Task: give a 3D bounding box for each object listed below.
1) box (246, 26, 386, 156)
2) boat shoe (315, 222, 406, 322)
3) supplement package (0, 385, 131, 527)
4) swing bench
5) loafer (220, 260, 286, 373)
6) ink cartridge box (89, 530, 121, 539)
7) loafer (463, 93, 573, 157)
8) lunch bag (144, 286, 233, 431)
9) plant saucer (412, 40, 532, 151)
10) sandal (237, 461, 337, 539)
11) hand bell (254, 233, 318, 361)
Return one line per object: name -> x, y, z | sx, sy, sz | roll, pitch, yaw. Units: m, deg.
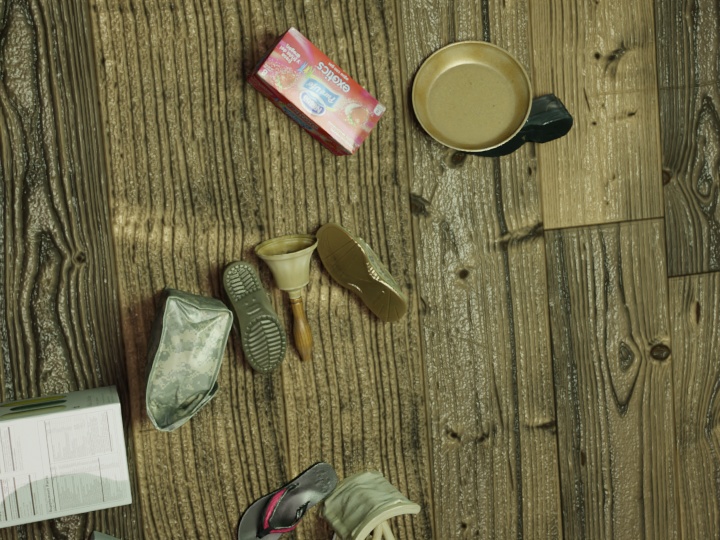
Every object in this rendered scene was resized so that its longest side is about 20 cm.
box -> -0.071, -0.278, 1.557 | 0.199, 0.100, 0.096 | 39, 83, -16
boat shoe -> 0.000, 0.000, 1.626 | 0.073, 0.063, 0.201 | -36, 102, 15
supplement package -> -0.449, 0.269, 1.452 | 0.197, 0.152, 0.153 | -7, 96, -16
swing bench -> 0.012, 0.448, 1.581 | 0.128, 0.199, 0.203 | -7, 95, -16
loafer -> -0.171, 0.068, 1.571 | 0.075, 0.067, 0.202 | -18, 114, -11
ink cartridge box -> -0.408, 0.523, 1.535 | 0.108, 0.050, 0.202 | 25, 86, -17
loafer -> 0.260, -0.249, 1.687 | 0.197, 0.073, 0.073 | -13, 59, -9
lunch bag -> -0.269, 0.138, 1.492 | 0.116, 0.164, 0.203 | 15, 90, -14
plant saucer -> 0.184, -0.284, 1.636 | 0.197, 0.035, 0.203 | -1, 73, 3
sandal -> -0.121, 0.389, 1.616 | 0.199, 0.045, 0.075 | -38, 103, -11
hand bell -> -0.105, 0.053, 1.590 | 0.103, 0.104, 0.203 | -13, 110, -15
